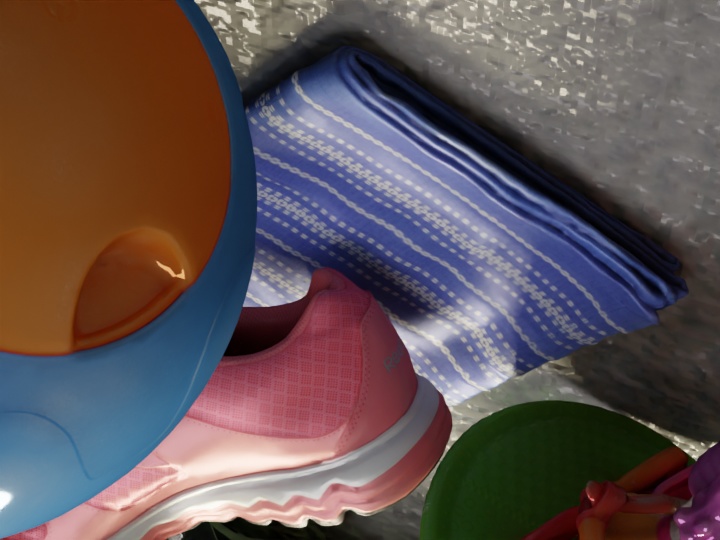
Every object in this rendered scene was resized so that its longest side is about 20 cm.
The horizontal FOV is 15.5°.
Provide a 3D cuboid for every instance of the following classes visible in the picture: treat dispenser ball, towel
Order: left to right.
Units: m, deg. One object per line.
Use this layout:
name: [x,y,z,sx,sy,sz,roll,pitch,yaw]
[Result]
treat dispenser ball: [-0.129,-0.020,0.763,0.201,0.201,0.201,16,150,10]
towel: [0.000,0.000,0.892,0.145,0.024,0.200,33,148,-18]

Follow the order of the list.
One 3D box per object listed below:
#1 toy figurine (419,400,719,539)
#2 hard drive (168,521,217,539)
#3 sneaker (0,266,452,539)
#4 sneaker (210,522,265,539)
toy figurine: [0.109,0.073,0.812,0.150,0.200,0.184,56,137,13]
hard drive: [-0.114,0.144,1.030,0.140,0.038,0.200,-16,115,14]
sneaker: [-0.073,0.049,0.912,0.200,0.074,0.087,-16,118,13]
sneaker: [-0.028,0.141,1.084,0.129,0.080,0.199,-10,136,38]
